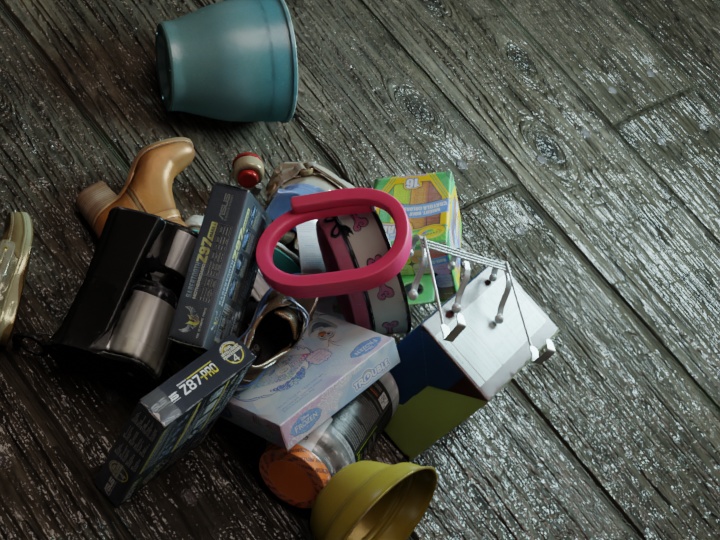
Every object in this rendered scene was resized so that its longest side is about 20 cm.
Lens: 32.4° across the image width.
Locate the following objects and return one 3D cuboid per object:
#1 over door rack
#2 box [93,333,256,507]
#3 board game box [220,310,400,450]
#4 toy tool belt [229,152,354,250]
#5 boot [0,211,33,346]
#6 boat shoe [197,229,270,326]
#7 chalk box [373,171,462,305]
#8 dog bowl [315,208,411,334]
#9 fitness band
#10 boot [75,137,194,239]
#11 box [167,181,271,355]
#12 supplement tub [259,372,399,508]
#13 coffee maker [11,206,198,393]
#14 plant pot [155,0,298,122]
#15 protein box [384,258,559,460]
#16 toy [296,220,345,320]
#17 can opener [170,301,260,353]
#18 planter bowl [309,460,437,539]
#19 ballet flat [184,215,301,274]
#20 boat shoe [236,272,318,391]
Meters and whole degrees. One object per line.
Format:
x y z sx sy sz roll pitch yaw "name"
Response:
0.142 0.044 1.578 0.147 0.067 0.200 15 31 -25 "over door rack"
-0.219 0.179 1.465 0.049 0.200 0.161 43 46 8 "box"
-0.087 0.129 1.586 0.200 0.044 0.198 -35 33 -31 "board game box"
-0.096 -0.094 1.818 0.199 0.125 0.123 19 41 -20 "toy tool belt"
-0.496 -0.008 1.548 0.154 0.072 0.201 14 49 -18 "boot"
-0.160 0.024 1.703 0.200 0.074 0.065 46 51 -5 "boat shoe"
0.081 -0.032 1.836 0.124 0.124 0.201 -4 45 11 "chalk box"
0.000 0.000 1.664 0.073 0.200 0.201 -19 61 -7 "dog bowl"
-0.034 -0.034 1.555 0.199 0.037 0.144 -8 56 10 "fitness band"
-0.274 -0.087 1.718 0.200 0.074 0.155 -38 65 -22 "boot"
-0.172 0.006 1.542 0.051 0.158 0.201 14 82 8 "box"
-0.041 0.205 1.604 0.122 0.123 0.200 37 44 2 "supplement tub"
-0.305 0.027 1.549 0.191 0.135 0.201 23 65 -10 "coffee maker"
-0.212 -0.317 1.897 0.187 0.200 0.201 -9 58 -17 "plant pot"
0.128 0.122 1.711 0.135 0.199 0.200 49 46 4 "protein box"
-0.043 0.031 1.765 0.115 0.047 0.201 1 75 -37 "toy"
-0.178 0.061 1.648 0.199 0.063 0.079 -7 96 -2 "can opener"
-0.002 0.295 1.518 0.083 0.201 0.200 38 42 25 "planter bowl"
-0.164 -0.034 1.775 0.199 0.070 0.070 20 47 -14 "ballet flat"
-0.099 0.071 1.557 0.072 0.072 0.200 44 51 -13 "boat shoe"
